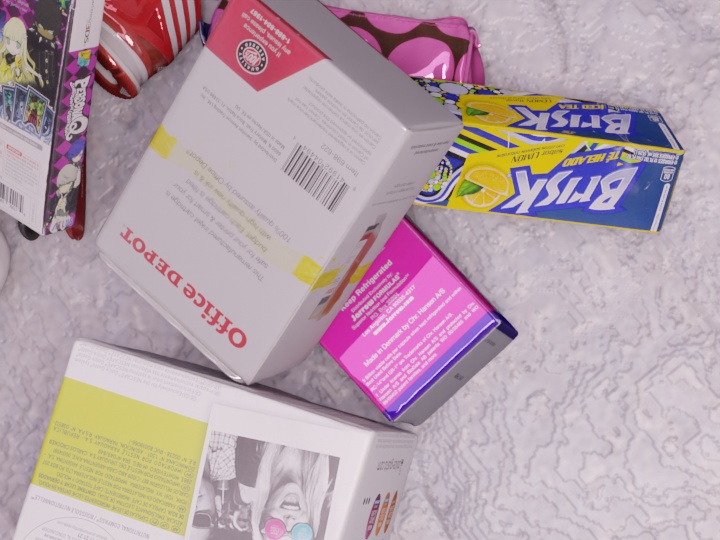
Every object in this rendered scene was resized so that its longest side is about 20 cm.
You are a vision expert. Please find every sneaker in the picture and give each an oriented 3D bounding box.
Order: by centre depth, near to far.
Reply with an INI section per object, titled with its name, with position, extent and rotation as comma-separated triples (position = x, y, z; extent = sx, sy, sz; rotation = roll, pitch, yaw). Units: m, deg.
[sneaker]
position = -0.196, -0.231, 1.201
extent = 0.116, 0.078, 0.200
rotation = -43, 100, -22

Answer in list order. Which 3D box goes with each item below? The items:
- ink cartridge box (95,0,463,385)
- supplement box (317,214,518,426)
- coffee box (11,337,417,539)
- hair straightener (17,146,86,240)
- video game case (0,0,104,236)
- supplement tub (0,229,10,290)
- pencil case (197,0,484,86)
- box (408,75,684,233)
[ink cartridge box]
position = -0.055, -0.053, 1.028
extent = 0.145, 0.083, 0.200
rotation = 41, 114, 17
[supplement box]
position = 0.000, 0.000, 1.127
extent = 0.103, 0.101, 0.200
rotation = -42, 76, 4
[coffee box]
position = -0.094, 0.171, 1.071
extent = 0.199, 0.200, 0.199
rotation = 16, 87, 12
[hair straightener]
position = -0.242, -0.120, 1.220
extent = 0.077, 0.041, 0.201
rotation = -2, 83, 10
[video game case]
position = -0.268, -0.147, 1.163
extent = 0.200, 0.036, 0.182
rotation = 29, 121, 30
[supplement tub]
position = -0.366, -0.030, 1.179
extent = 0.200, 0.145, 0.145
rotation = 39, 91, 13
[pencil case]
position = -0.010, -0.146, 1.155
extent = 0.199, 0.091, 0.094
rotation = 10, 97, 9
[box]
position = 0.106, -0.077, 1.090
extent = 0.199, 0.070, 0.065
rotation = 6, 119, -11
